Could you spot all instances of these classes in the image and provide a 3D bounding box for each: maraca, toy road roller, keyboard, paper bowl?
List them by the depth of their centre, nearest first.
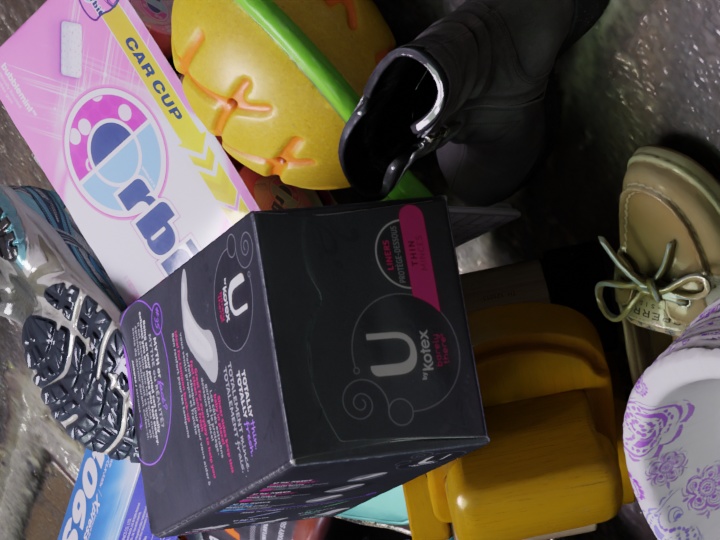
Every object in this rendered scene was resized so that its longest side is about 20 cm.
[{"bbox_3d":[0.225,0.090,1.178,0.200,0.104,0.201,32,145,25],"label":"paper bowl"},{"bbox_3d":[0.080,0.094,1.328,0.201,0.122,0.147,79,180,-45],"label":"toy road roller"},{"bbox_3d":[-0.023,-0.090,1.351,0.200,0.107,0.137,50,176,-25],"label":"maraca"},{"bbox_3d":[0.000,0.000,1.364,0.200,0.056,0.011,-27,74,48],"label":"keyboard"}]

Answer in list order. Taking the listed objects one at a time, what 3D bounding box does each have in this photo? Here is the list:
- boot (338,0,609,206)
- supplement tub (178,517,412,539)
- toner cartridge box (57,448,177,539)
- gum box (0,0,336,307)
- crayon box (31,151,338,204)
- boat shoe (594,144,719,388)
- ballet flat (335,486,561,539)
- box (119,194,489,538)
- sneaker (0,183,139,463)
[{"bbox_3d":[0.038,-0.073,1.247,0.070,0.131,0.200,41,150,18],"label":"boot"},{"bbox_3d":[-0.057,0.145,1.670,0.199,0.107,0.107,19,138,45],"label":"supplement tub"},{"bbox_3d":[-0.138,0.117,1.646,0.095,0.043,0.201,53,130,56],"label":"toner cartridge box"},{"bbox_3d":[-0.107,-0.066,1.429,0.113,0.066,0.201,-38,81,35],"label":"gum box"},{"bbox_3d":[-0.087,-0.031,1.500,0.200,0.051,0.127,53,125,11],"label":"crayon box"},{"bbox_3d":[0.159,0.033,1.262,0.073,0.063,0.201,18,137,47],"label":"boat shoe"},{"bbox_3d":[0.051,0.130,1.520,0.199,0.075,0.068,18,121,31],"label":"ballet flat"},{"bbox_3d":[-0.032,0.050,1.264,0.200,0.105,0.123,147,115,-63],"label":"box"},{"bbox_3d":[-0.150,0.020,1.472,0.200,0.086,0.078,52,127,23],"label":"sneaker"}]
